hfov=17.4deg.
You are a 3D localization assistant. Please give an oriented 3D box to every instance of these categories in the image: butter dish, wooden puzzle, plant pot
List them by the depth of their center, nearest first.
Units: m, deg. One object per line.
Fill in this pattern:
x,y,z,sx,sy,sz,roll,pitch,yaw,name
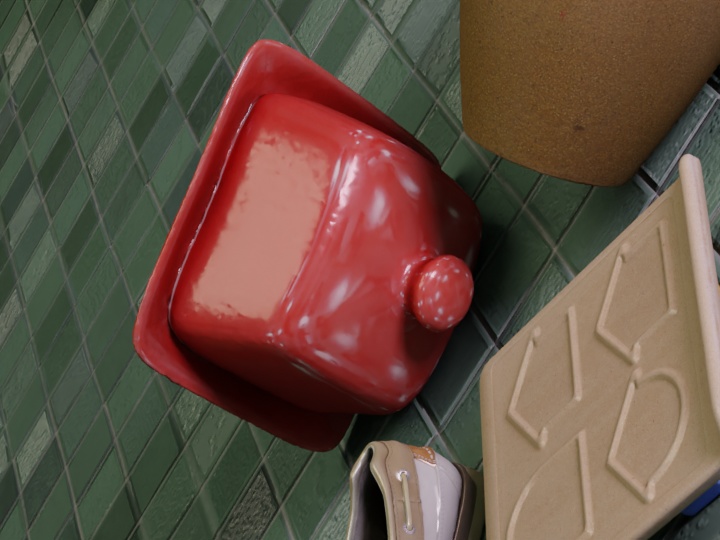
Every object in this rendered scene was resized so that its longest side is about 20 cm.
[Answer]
0.123,0.071,1.124,0.200,0.046,0.186,-52,25,37,wooden puzzle
0.124,-0.153,1.209,0.186,0.185,0.201,-123,48,-64,plant pot
0.000,0.000,1.327,0.147,0.199,0.201,15,78,43,butter dish

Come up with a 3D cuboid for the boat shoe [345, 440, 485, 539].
0.010,0.184,1.210,0.075,0.068,0.201,-34,38,50,boat shoe
